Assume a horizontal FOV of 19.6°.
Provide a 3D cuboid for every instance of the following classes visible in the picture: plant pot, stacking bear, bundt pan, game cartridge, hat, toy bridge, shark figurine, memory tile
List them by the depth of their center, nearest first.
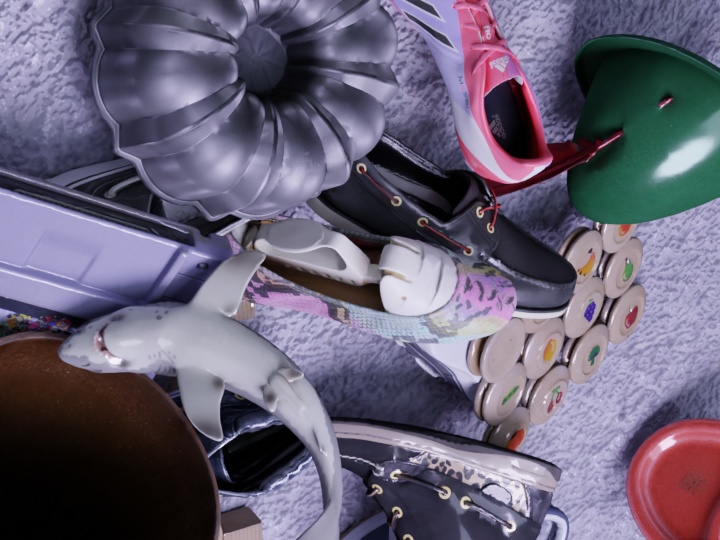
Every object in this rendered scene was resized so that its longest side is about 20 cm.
[{"bbox_3d":[-0.192,0.006,1.253,0.200,0.038,0.130,17,123,-28],"label":"game cartridge"},{"bbox_3d":[-0.059,-0.129,1.267,0.201,0.076,0.203,-1,92,-30],"label":"bundt pan"},{"bbox_3d":[-0.064,0.080,1.270,0.214,0.090,0.128,43,78,3],"label":"shark figurine"},{"bbox_3d":[-0.216,0.169,1.271,0.187,0.187,0.200,12,138,-37],"label":"plant pot"},{"bbox_3d":[-0.103,0.110,1.422,0.067,0.027,0.201,-14,119,-26],"label":"toy bridge"},{"bbox_3d":[0.167,-0.046,1.429,0.176,0.200,0.166,-52,120,-19],"label":"hat"},{"bbox_3d":[0.148,0.042,1.517,0.200,0.017,0.154,-43,143,-29],"label":"memory tile"},{"bbox_3d":[0.299,0.208,1.692,0.122,0.114,0.200,-51,140,-6],"label":"stacking bear"}]

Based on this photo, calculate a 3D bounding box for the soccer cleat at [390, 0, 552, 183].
[{"bbox_3d":[0.072,-0.151,1.355,0.067,0.076,0.200,-25,101,-21],"label":"soccer cleat"}]

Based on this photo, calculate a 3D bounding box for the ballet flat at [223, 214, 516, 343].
[{"bbox_3d":[0.000,0.000,1.342,0.071,0.199,0.069,74,30,-60],"label":"ballet flat"}]

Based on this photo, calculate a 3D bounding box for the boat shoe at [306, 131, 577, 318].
[{"bbox_3d":[0.063,-0.031,1.396,0.201,0.074,0.063,28,122,-14],"label":"boat shoe"}]

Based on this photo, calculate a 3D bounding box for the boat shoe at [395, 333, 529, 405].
[{"bbox_3d":[0.068,0.049,1.486,0.072,0.068,0.200,-61,149,-3],"label":"boat shoe"}]

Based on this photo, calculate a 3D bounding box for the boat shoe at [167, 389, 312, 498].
[{"bbox_3d":[-0.122,0.122,1.349,0.200,0.091,0.071,-25,113,-3],"label":"boat shoe"}]

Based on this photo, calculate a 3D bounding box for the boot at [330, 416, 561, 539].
[{"bbox_3d":[0.031,0.185,1.457,0.199,0.073,0.151,12,89,-7],"label":"boot"}]

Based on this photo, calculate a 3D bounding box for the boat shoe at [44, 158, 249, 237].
[{"bbox_3d":[-0.143,-0.032,1.303,0.200,0.064,0.071,-27,124,-21],"label":"boat shoe"}]

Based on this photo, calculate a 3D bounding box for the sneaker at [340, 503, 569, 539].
[{"bbox_3d":[0.061,0.216,1.531,0.200,0.108,0.070,-32,126,-18],"label":"sneaker"}]
